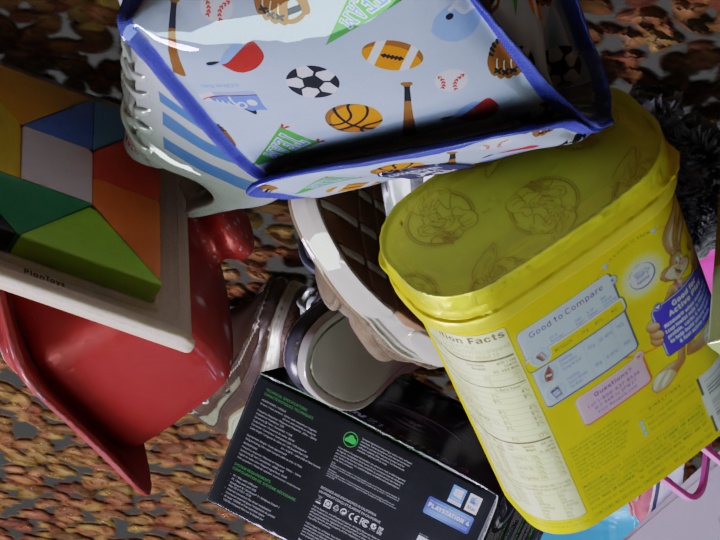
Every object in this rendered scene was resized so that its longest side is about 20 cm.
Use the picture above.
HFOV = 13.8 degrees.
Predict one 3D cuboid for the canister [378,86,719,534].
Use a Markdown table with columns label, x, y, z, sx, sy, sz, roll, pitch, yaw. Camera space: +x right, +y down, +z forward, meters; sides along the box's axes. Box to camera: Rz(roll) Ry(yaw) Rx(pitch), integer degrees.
| label | x | y | z | sx | sy | sz | roll | pitch | yaw |
| --- | --- | --- | --- | --- | --- | --- | --- | --- | --- |
| canister | 0.107 | 0.025 | 1.500 | 0.148 | 0.087 | 0.200 | -34 | 135 | -9 |

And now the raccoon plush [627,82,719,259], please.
| label | x | y | z | sx | sy | sz | roll | pitch | yaw |
| --- | --- | --- | --- | --- | --- | --- | --- | --- | --- |
| raccoon plush | 0.174 | -0.007 | 1.622 | 0.134 | 0.200 | 0.097 | 28 | 164 | 2 |

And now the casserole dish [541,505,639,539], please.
| label | x | y | z | sx | sy | sz | roll | pitch | yaw |
| --- | --- | --- | --- | --- | --- | --- | --- | --- | --- |
| casserole dish | 0.129 | 0.160 | 2.139 | 0.199 | 0.039 | 0.121 | 7 | 154 | 0 |

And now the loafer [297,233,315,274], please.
| label | x | y | z | sx | sy | sz | roll | pitch | yaw |
| --- | --- | --- | --- | --- | --- | --- | --- | --- | --- |
| loafer | 0.061 | -0.019 | 1.765 | 0.199 | 0.072 | 0.063 | -10 | 153 | 26 |

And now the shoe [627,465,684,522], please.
| label | x | y | z | sx | sy | sz | roll | pitch | yaw |
| --- | --- | --- | --- | --- | --- | --- | --- | --- | --- |
| shoe | 0.174 | 0.110 | 1.996 | 0.091 | 0.072 | 0.200 | 7 | 149 | 6 |

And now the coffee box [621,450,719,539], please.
| label | x | y | z | sx | sy | sz | roll | pitch | yaw |
| --- | --- | --- | --- | --- | --- | --- | --- | --- | --- |
| coffee box | 0.325 | 0.218 | 1.942 | 0.198 | 0.200 | 0.200 | 28 | 118 | -35 |

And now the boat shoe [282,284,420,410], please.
| label | x | y | z | sx | sy | sz | roll | pitch | yaw |
| --- | --- | --- | --- | --- | --- | --- | --- | --- | --- |
| boat shoe | -0.009 | 0.038 | 1.821 | 0.063 | 0.073 | 0.200 | 15 | -166 | 22 |

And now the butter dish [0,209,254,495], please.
| label | x | y | z | sx | sy | sz | roll | pitch | yaw |
| --- | --- | --- | --- | --- | --- | --- | --- | --- | --- |
| butter dish | -0.133 | -0.001 | 1.766 | 0.148 | 0.200 | 0.200 | -23 | 148 | 8 |

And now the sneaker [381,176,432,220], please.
| label | x | y | z | sx | sy | sz | roll | pitch | yaw |
| --- | --- | --- | --- | --- | --- | --- | --- | --- | --- |
| sneaker | 0.071 | -0.056 | 1.549 | 0.115 | 0.076 | 0.201 | 1 | 152 | 10 |

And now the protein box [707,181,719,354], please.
| label | x | y | z | sx | sy | sz | roll | pitch | yaw |
| --- | --- | --- | --- | --- | --- | --- | --- | --- | --- |
| protein box | 0.293 | -0.026 | 1.531 | 0.135 | 0.201 | 0.198 | -16 | 146 | 39 |

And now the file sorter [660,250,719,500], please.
| label | x | y | z | sx | sy | sz | roll | pitch | yaw |
| --- | --- | --- | --- | --- | --- | --- | --- | --- | --- |
| file sorter | 0.258 | 0.053 | 1.785 | 0.200 | 0.126 | 0.139 | -12 | 147 | 35 |

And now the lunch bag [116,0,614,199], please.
| label | x | y | z | sx | sy | sz | roll | pitch | yaw |
| --- | --- | --- | --- | --- | --- | --- | --- | --- | --- |
| lunch bag | 0.007 | -0.109 | 1.379 | 0.170 | 0.124 | 0.200 | -11 | 144 | 22 |

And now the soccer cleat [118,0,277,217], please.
| label | x | y | z | sx | sy | sz | roll | pitch | yaw |
| --- | --- | --- | --- | --- | --- | --- | --- | --- | --- |
| soccer cleat | -0.102 | -0.098 | 1.606 | 0.086 | 0.070 | 0.200 | -19 | 134 | 13 |

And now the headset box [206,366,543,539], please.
| label | x | y | z | sx | sy | sz | roll | pitch | yaw |
| --- | --- | --- | --- | --- | --- | --- | --- | --- | --- |
| headset box | 0.025 | 0.133 | 1.906 | 0.174 | 0.093 | 0.200 | 27 | -169 | 16 |

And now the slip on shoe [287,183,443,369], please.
| label | x | y | z | sx | sy | sz | roll | pitch | yaw |
| --- | --- | --- | --- | --- | --- | --- | --- | --- | --- |
| slip on shoe | 0.000 | 0.000 | 1.666 | 0.060 | 0.076 | 0.200 | -9 | 155 | 25 |

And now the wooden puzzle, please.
| label | x | y | z | sx | sy | sz | roll | pitch | yaw |
| --- | --- | --- | --- | --- | --- | --- | --- | --- | --- |
| wooden puzzle | -0.174 | -0.052 | 1.643 | 0.185 | 0.200 | 0.037 | 20 | 126 | -23 |

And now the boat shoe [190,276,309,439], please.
| label | x | y | z | sx | sy | sz | roll | pitch | yaw |
| --- | --- | --- | --- | --- | --- | --- | --- | --- | --- |
| boat shoe | -0.085 | 0.058 | 1.957 | 0.075 | 0.075 | 0.202 | 20 | 151 | -2 |
